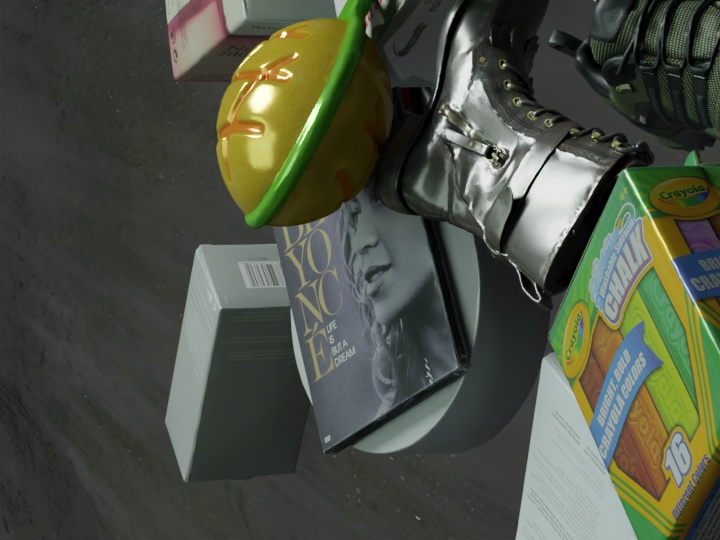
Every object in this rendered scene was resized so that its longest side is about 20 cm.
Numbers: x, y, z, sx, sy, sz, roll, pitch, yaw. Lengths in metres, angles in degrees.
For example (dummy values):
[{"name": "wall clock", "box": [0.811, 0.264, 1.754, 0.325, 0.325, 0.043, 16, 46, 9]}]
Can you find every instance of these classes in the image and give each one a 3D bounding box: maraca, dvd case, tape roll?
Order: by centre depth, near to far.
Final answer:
[{"name": "maraca", "box": [-0.030, -0.108, 1.340, 0.137, 0.107, 0.201, -49, 16, 42]}, {"name": "dvd case", "box": [0.000, 0.000, 1.385, 0.148, 0.016, 0.202, -36, 60, 45]}, {"name": "tape roll", "box": [0.037, 0.021, 1.402, 0.199, 0.066, 0.202, -6, 82, 50]}]

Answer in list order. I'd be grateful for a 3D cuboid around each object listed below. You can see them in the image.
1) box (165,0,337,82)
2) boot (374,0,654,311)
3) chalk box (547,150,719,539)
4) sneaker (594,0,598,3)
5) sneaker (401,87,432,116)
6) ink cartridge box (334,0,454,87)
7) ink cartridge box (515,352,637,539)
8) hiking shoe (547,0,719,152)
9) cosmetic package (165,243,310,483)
[{"name": "box", "box": [-0.066, -0.221, 1.638, 0.200, 0.127, 0.110, 158, 108, -69]}, {"name": "boot", "box": [0.110, -0.086, 1.266, 0.174, 0.069, 0.201, 25, 87, 46]}, {"name": "chalk box", "box": [0.178, 0.028, 1.026, 0.201, 0.123, 0.125, -112, 29, -42]}, {"name": "sneaker", "box": [0.106, -0.214, 1.242, 0.200, 0.087, 0.076, -120, 36, -48]}, {"name": "sneaker", "box": [0.019, -0.085, 1.505, 0.090, 0.078, 0.202, -14, 82, 61]}, {"name": "ink cartridge box", "box": [0.033, -0.244, 1.436, 0.147, 0.082, 0.202, 127, 137, -59]}, {"name": "ink cartridge box", "box": [0.148, 0.181, 1.237, 0.200, 0.040, 0.202, -127, 39, -56]}, {"name": "hiking shoe", "box": [0.165, -0.106, 1.056, 0.200, 0.100, 0.076, -15, 55, 69]}, {"name": "cosmetic package", "box": [-0.097, 0.080, 1.786, 0.091, 0.106, 0.201, -114, 32, -44]}]
